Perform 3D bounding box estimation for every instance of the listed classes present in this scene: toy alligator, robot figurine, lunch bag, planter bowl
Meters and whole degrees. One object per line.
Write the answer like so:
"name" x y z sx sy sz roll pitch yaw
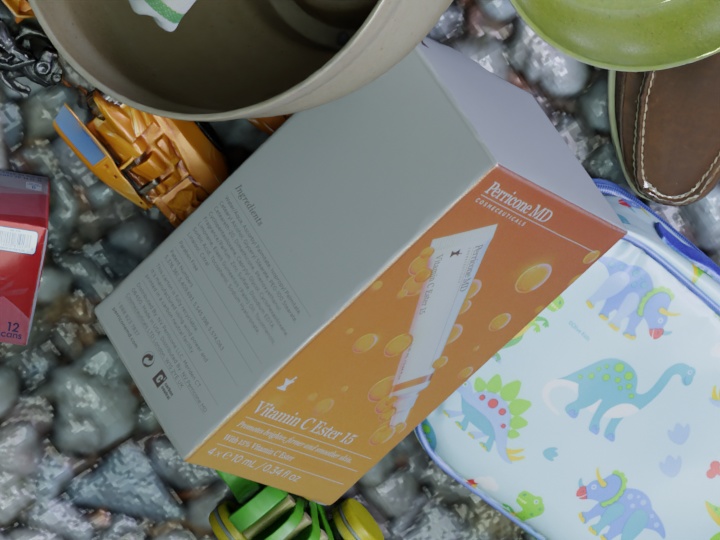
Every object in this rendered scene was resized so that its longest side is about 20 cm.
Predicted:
"toy alligator" -0.014 0.153 1.487 0.059 0.054 0.200 -38 111 11
"robot figurine" -0.099 -0.111 1.367 0.145 0.058 0.200 -39 111 8
"lunch bag" 0.134 0.063 1.449 0.200 0.083 0.161 37 106 -18
"planter bowl" -0.030 -0.157 1.257 0.200 0.135 0.201 -2 86 29

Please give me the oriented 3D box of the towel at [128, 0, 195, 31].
"towel" -0.055 -0.213 1.186 0.200 0.023 0.153 -45 68 18

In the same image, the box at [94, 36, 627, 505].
"box" 0.000 0.000 1.361 0.200 0.098 0.124 -44 147 16

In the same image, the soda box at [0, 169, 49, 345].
"soda box" -0.247 -0.020 1.384 0.199 0.070 0.064 9 112 -10

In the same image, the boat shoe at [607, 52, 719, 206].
"boat shoe" 0.162 -0.118 1.380 0.074 0.075 0.203 6 112 -8

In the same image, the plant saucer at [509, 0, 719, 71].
"plant saucer" 0.134 -0.182 1.272 0.199 0.031 0.201 -15 123 -23
